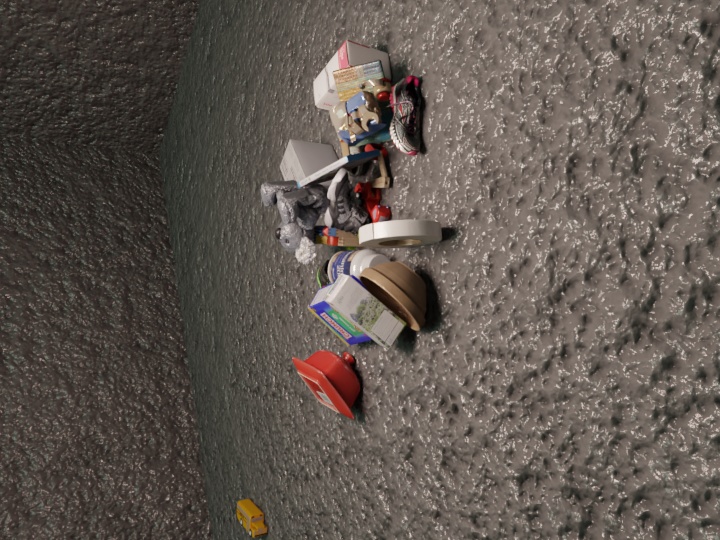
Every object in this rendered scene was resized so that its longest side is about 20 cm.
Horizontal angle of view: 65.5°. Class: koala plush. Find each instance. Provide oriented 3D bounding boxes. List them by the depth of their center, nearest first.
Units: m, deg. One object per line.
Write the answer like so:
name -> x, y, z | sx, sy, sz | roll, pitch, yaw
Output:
koala plush -> -0.173, -0.133, 1.566 | 0.177, 0.179, 0.206 | 37, 130, 49

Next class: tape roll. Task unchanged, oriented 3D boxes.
tape roll -> 0.092, -0.083, 1.307 | 0.201, 0.198, 0.038 | -10, 82, 57

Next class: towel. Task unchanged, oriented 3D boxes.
towel -> 0.014, -0.433, 1.466 | 0.142, 0.022, 0.205 | -3, 119, 25

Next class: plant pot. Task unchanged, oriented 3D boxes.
plant pot -> 0.097, 0.045, 1.360 | 0.093, 0.202, 0.200 | -47, 35, -9

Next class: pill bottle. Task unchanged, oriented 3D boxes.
pill bottle -> 0.000, 0.000, 1.537 | 0.198, 0.108, 0.115 | 0, 89, 58

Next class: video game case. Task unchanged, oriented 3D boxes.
video game case -> -0.059, -0.271, 1.494 | 0.197, 0.142, 0.018 | -19, 95, 42

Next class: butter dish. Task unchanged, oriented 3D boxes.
butter dish -> -0.074, 0.303, 1.634 | 0.198, 0.148, 0.202 | 8, 136, 56

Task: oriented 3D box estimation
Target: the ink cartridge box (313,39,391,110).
ink cartridge box -> -0.027, -0.529, 1.558 | 0.199, 0.143, 0.086 | -27, 65, 54

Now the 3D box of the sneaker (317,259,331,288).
sneaker -> -0.083, 0.052, 1.703 | 0.085, 0.075, 0.203 | -61, 43, 42

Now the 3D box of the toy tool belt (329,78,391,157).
toy tool belt -> 0.013, -0.374, 1.401 | 0.197, 0.123, 0.127 | -23, 75, 42

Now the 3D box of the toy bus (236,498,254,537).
toy bus -> -0.441, 1.005, 2.273 | 0.198, 0.063, 0.081 | 2, 89, 59

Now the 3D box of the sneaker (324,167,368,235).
sneaker -> -0.029, -0.176, 1.482 | 0.111, 0.076, 0.203 | 26, 142, 8

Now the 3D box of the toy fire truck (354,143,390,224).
toy fire truck -> 0.043, -0.230, 1.530 | 0.142, 0.048, 0.204 | -52, 49, 42

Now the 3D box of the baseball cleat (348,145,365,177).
baseball cleat -> -0.010, -0.367, 1.582 | 0.107, 0.067, 0.207 | -101, 9, -78

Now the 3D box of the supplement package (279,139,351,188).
supplement package -> -0.141, -0.288, 1.728 | 0.112, 0.152, 0.204 | -57, 44, 40

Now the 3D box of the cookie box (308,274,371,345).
cookie box -> -0.027, 0.114, 1.528 | 0.198, 0.171, 0.076 | -23, 28, 56

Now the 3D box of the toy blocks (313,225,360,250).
toy blocks -> -0.082, -0.103, 1.649 | 0.198, 0.133, 0.104 | 12, 99, 58

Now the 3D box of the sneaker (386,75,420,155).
sneaker -> 0.116, -0.384, 1.388 | 0.074, 0.079, 0.207 | -24, 69, 52

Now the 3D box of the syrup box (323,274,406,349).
syrup box -> 0.011, 0.101, 1.386 | 0.080, 0.199, 0.081 | -53, 14, -9
